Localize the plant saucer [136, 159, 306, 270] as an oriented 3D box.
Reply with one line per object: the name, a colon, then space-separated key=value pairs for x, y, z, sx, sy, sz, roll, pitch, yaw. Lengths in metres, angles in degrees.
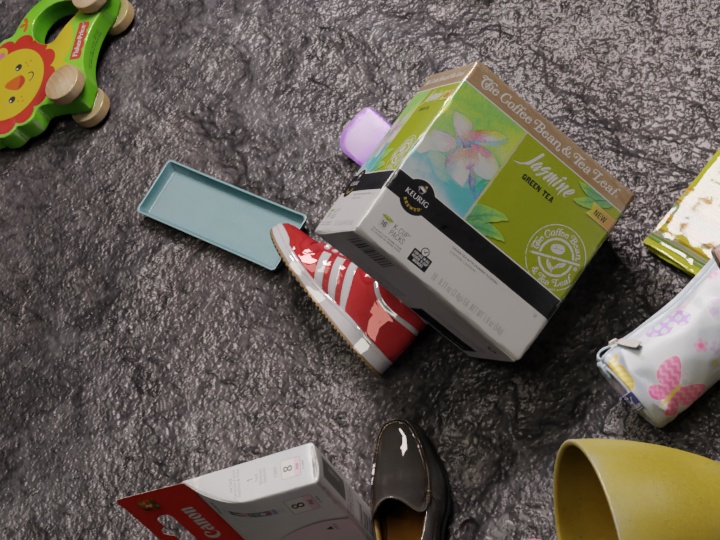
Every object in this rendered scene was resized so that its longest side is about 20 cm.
plant saucer: x=-0.146 y=-0.057 z=2.003 sx=0.200 sy=0.019 sz=0.070 roll=23 pitch=74 yaw=33

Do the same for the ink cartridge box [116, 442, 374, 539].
ink cartridge box: x=-0.098 y=0.237 z=1.731 sx=0.199 sy=0.163 sz=0.057 roll=-21 pitch=52 yaw=13

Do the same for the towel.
towel: x=0.358 y=-0.081 z=1.786 sx=0.086 sy=0.018 sz=0.200 roll=33 pitch=80 yaw=34

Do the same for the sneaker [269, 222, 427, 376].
sneaker: x=0.000 y=0.000 z=1.871 sx=0.112 sy=0.071 sz=0.200 roll=-42 pitch=62 yaw=3

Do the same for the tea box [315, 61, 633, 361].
tea box: x=0.105 y=-0.053 z=1.747 sx=0.197 sy=0.200 sz=0.134 roll=-55 pitch=14 yaw=-11

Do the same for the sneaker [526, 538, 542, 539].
sneaker: x=0.122 y=0.331 z=1.635 sx=0.087 sy=0.074 sz=0.200 roll=30 pitch=83 yaw=34

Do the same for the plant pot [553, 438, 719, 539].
plant pot: x=0.258 y=0.229 z=1.575 sx=0.141 sy=0.200 sz=0.201 roll=-9 pitch=56 yaw=-10

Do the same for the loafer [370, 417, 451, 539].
loafer: x=0.043 y=0.220 z=1.730 sx=0.073 sy=0.072 sz=0.201 roll=-20 pitch=56 yaw=15

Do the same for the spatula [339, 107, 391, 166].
spatula: x=0.055 y=-0.099 z=1.931 sx=0.057 sy=0.021 sz=0.200 roll=-46 pitch=55 yaw=-7

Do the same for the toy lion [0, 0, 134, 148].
toy lion: x=-0.372 y=-0.235 z=2.184 sx=0.191 sy=0.069 sz=0.201 roll=-4 pitch=61 yaw=31

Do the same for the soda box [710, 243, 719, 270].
soda box: x=0.378 y=0.054 z=1.617 sx=0.068 sy=0.064 sz=0.200 roll=-29 pitch=88 yaw=7

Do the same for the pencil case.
pencil case: x=0.307 y=0.051 z=1.694 sx=0.200 sy=0.083 sz=0.091 roll=-41 pitch=87 yaw=-2
